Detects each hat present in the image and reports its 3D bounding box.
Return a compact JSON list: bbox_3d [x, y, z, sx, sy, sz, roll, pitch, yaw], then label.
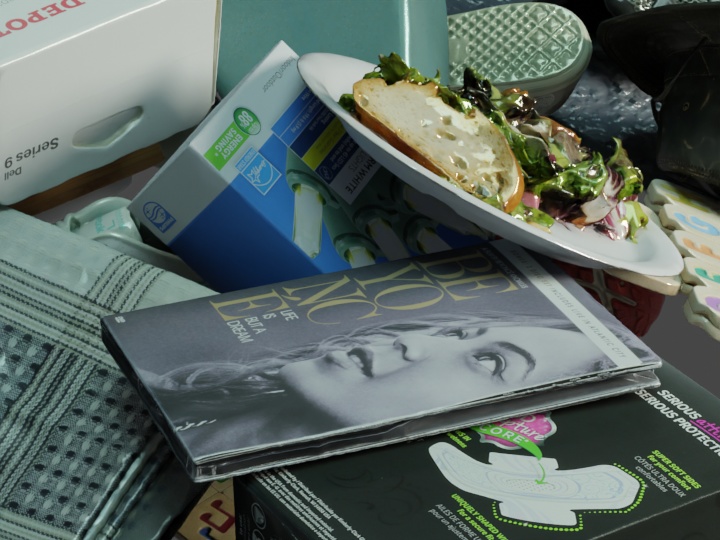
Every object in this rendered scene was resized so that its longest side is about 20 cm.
[{"bbox_3d":[0.208,-0.070,1.486,0.200,0.201,0.081,15,75,10],"label":"hat"}]

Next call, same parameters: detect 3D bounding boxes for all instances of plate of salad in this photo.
[{"bbox_3d":[0.064,-0.058,1.319,0.200,0.048,0.200,26,14,-7],"label":"plate of salad"}]

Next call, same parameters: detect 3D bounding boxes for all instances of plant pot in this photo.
[{"bbox_3d":[-0.029,-0.154,1.490,0.141,0.141,0.200,-17,65,6],"label":"plant pot"}]

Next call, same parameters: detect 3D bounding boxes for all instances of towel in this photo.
[{"bbox_3d":[-0.156,0.067,1.275,0.200,0.035,0.193,25,64,25],"label":"towel"}]

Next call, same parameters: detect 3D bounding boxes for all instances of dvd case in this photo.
[{"bbox_3d":[0.005,0.033,1.211,0.200,0.016,0.149,-10,24,-16],"label":"dvd case"}]

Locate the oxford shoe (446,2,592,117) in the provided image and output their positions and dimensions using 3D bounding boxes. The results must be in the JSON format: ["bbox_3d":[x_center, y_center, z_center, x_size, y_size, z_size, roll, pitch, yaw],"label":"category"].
[{"bbox_3d":[0.027,-0.106,1.560,0.200,0.058,0.075,-2,65,10],"label":"oxford shoe"}]

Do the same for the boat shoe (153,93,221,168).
[{"bbox_3d":[-0.125,-0.124,1.542,0.071,0.070,0.201,-27,48,-30],"label":"boat shoe"}]

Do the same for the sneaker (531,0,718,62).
[{"bbox_3d":[0.145,-0.187,1.656,0.114,0.076,0.199,3,44,-15],"label":"sneaker"}]

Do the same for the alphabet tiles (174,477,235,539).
[{"bbox_3d":[-0.006,0.100,1.338,0.200,0.006,0.166,34,45,29],"label":"alphabet tiles"}]

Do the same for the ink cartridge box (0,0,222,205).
[{"bbox_3d":[-0.184,-0.129,1.395,0.145,0.088,0.200,-27,49,-36],"label":"ink cartridge box"}]

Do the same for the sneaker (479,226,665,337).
[{"bbox_3d":[0.054,-0.015,1.430,0.200,0.078,0.082,16,39,10],"label":"sneaker"}]

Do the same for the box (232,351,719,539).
[{"bbox_3d":[0.064,0.138,1.177,0.200,0.149,0.124,-17,33,-27],"label":"box"}]

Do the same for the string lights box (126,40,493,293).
[{"bbox_3d":[0.000,0.000,1.338,0.200,0.059,0.103,43,41,-6],"label":"string lights box"}]

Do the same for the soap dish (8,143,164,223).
[{"bbox_3d":[-0.223,-0.076,1.460,0.200,0.081,0.157,-24,48,-34],"label":"soap dish"}]

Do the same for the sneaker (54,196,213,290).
[{"bbox_3d":[-0.138,0.002,1.377,0.200,0.080,0.070,-6,42,-8],"label":"sneaker"}]

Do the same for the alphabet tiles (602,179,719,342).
[{"bbox_3d":[0.195,0.005,1.408,0.196,0.015,0.200,20,18,-8],"label":"alphabet tiles"}]
